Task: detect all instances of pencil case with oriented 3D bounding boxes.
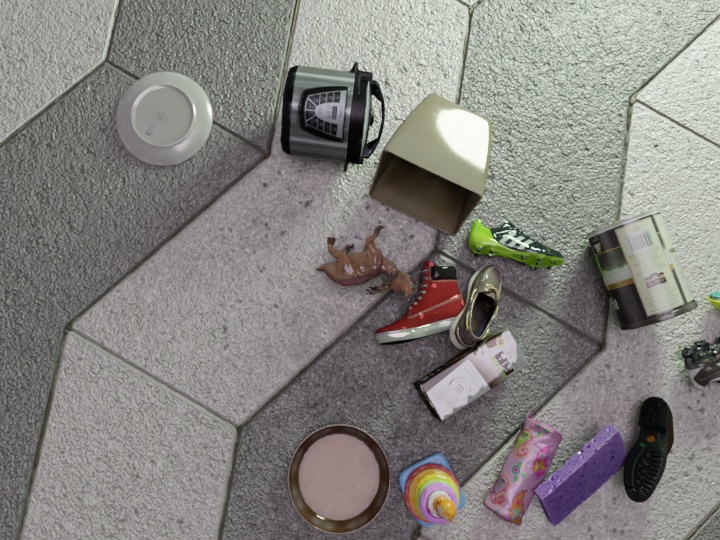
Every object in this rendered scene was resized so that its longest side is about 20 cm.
[{"bbox_3d":[0.312,0.381,1.228,0.087,0.087,0.202,29,82,2],"label":"pencil case"}]

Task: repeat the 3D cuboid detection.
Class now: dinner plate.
[{"bbox_3d":[-0.405,-0.316,1.316,0.197,0.024,0.203,0,83,-1],"label":"dinner plate"}]

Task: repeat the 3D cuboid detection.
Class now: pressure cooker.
[{"bbox_3d":[-0.050,-0.306,1.254,0.197,0.177,0.181,7,58,-2],"label":"pressure cooker"}]

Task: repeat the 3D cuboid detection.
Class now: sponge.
[{"bbox_3d":[0.424,0.392,1.223,0.199,0.030,0.112,-38,127,-7],"label":"sponge"}]

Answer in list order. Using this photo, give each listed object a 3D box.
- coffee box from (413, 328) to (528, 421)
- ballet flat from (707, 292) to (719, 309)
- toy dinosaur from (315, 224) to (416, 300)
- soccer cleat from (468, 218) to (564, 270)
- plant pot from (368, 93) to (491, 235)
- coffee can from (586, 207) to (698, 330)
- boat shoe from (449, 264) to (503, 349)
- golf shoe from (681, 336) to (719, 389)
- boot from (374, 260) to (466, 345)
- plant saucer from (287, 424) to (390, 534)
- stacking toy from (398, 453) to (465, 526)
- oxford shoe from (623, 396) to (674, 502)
[{"bbox_3d":[0.208,0.199,1.229,0.199,0.113,0.080,-32,85,-7],"label":"coffee box"},{"bbox_3d":[0.803,0.079,1.299,0.197,0.067,0.068,-2,104,-4],"label":"ballet flat"},{"bbox_3d":[0.000,0.000,1.240,0.197,0.086,0.138,-10,70,11],"label":"toy dinosaur"},{"bbox_3d":[0.317,-0.056,1.294,0.197,0.068,0.082,12,69,0],"label":"soccer cleat"},{"bbox_3d":[0.150,-0.218,1.249,0.198,0.200,0.179,25,71,1],"label":"plant pot"},{"bbox_3d":[0.548,-0.002,1.253,0.144,0.146,0.203,-18,83,-5],"label":"coffee can"},{"bbox_3d":[0.238,0.063,1.242,0.072,0.059,0.201,41,57,-13],"label":"boat shoe"},{"bbox_3d":[0.743,0.180,1.284,0.197,0.078,0.096,-12,100,-2],"label":"golf shoe"},{"bbox_3d":[0.109,0.062,1.267,0.197,0.072,0.146,-15,83,-12],"label":"boot"},{"bbox_3d":[-0.041,0.398,1.233,0.197,0.035,0.204,0,82,-2],"label":"plant saucer"},{"bbox_3d":[0.140,0.415,1.154,0.109,0.200,0.117,-26,85,-6],"label":"stacking toy"},{"bbox_3d":[0.567,0.355,1.235,0.084,0.072,0.202,41,68,-37],"label":"oxford shoe"}]
